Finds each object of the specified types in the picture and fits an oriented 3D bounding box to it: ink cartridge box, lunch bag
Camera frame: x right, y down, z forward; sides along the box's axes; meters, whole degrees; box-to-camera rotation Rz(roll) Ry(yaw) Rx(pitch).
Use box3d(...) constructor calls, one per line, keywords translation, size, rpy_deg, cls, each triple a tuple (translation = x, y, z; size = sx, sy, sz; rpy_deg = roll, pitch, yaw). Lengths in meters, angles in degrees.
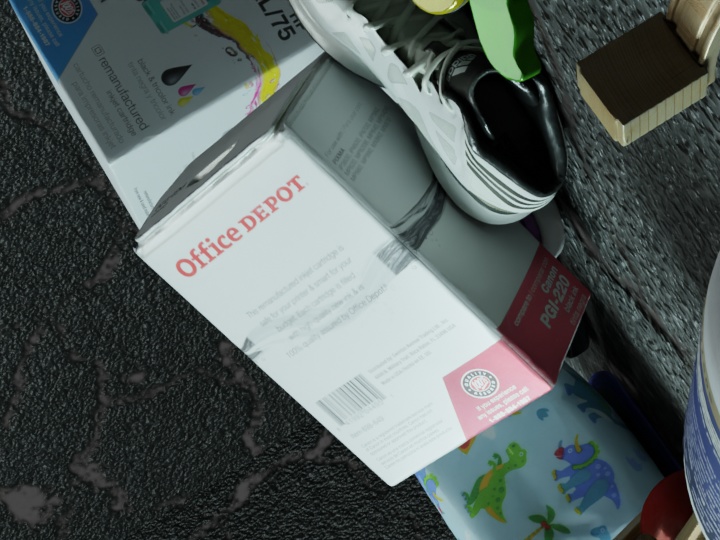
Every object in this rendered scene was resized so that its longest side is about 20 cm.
box3d(translation=(0.000, 0.000, 1.190), size=(0.200, 0.145, 0.085), rpy_deg=(42, -136, -14), cls="ink cartridge box")
box3d(translation=(0.134, 0.147, 1.322), size=(0.170, 0.127, 0.200), rpy_deg=(55, -174, 34), cls="lunch bag")
box3d(translation=(-0.098, -0.145, 1.467), size=(0.147, 0.199, 0.146), rpy_deg=(57, 174, 21), cls="ink cartridge box")

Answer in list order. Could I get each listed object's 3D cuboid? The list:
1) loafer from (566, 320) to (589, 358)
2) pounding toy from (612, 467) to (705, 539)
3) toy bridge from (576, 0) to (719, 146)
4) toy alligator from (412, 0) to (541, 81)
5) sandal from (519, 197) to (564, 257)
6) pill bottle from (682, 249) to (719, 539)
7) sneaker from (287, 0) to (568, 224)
box3d(translation=(0.072, -0.017, 1.324), size=(0.201, 0.063, 0.072), rpy_deg=(61, 174, -26), cls="loafer")
box3d(translation=(0.149, 0.140, 0.932), size=(0.142, 0.184, 0.200), rpy_deg=(46, 176, -3), cls="pounding toy")
box3d(translation=(0.085, -0.102, 0.579), size=(0.027, 0.067, 0.200), rpy_deg=(56, 173, 25), cls="toy bridge")
box3d(translation=(0.028, -0.170, 0.888), size=(0.054, 0.059, 0.201), rpy_deg=(-33, 86, 44), cls="toy alligator")
box3d(translation=(0.033, -0.033, 1.275), size=(0.202, 0.050, 0.083), rpy_deg=(0, 114, 53), cls="sandal")
box3d(translation=(0.144, 0.041, 0.605), size=(0.111, 0.111, 0.200), rpy_deg=(57, 175, 18), cls="pill bottle")
box3d(translation=(0.039, -0.115, 1.093), size=(0.201, 0.076, 0.115), rpy_deg=(51, 167, -4), cls="sneaker")
